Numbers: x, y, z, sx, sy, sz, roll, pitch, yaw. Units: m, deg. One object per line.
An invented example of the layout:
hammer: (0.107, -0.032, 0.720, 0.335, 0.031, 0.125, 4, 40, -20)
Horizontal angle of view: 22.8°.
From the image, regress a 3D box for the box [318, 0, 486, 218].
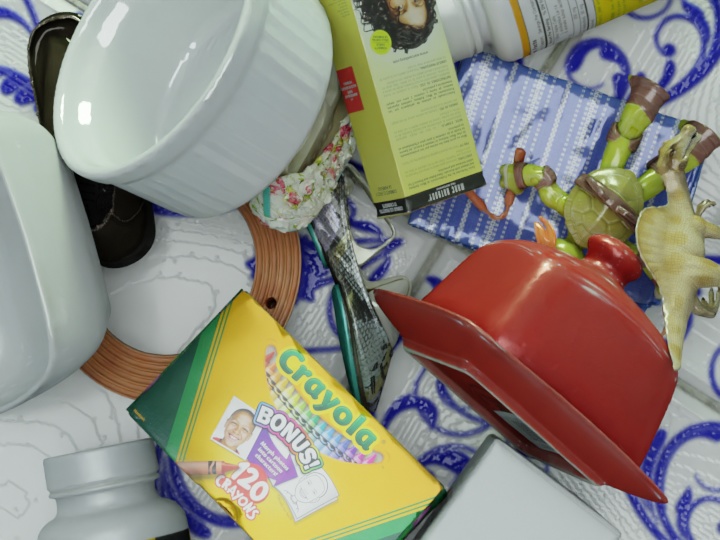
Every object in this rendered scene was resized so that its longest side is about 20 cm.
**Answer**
box: (0.023, -0.143, 1.243, 0.075, 0.050, 0.202, -20, 98, -30)

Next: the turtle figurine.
turtle figurine: (0.172, -0.059, 1.280, 0.199, 0.064, 0.162, 37, 86, 6)

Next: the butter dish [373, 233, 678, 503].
butter dish: (0.137, 0.041, 1.215, 0.199, 0.200, 0.148, 42, 81, -17)

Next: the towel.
towel: (0.148, -0.068, 1.323, 0.198, 0.024, 0.146, 19, 87, 3)

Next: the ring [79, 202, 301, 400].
ring: (-0.139, -0.002, 1.315, 0.198, 0.019, 0.203, -2, 78, 10)

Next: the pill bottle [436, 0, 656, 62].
pill bottle: (0.138, -0.222, 1.289, 0.198, 0.109, 0.110, -22, 86, 0)

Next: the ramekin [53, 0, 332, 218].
ramekin: (-0.111, -0.135, 1.221, 0.097, 0.200, 0.202, 31, 88, -40)

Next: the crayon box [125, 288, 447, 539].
crayon box: (-0.050, 0.126, 1.234, 0.200, 0.058, 0.119, 43, 85, 10)

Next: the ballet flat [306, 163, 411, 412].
ballet flat: (0.000, 0.000, 1.301, 0.071, 0.072, 0.203, -17, 86, 1)

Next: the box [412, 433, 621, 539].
box: (0.076, 0.226, 1.243, 0.106, 0.152, 0.201, 37, 89, 4)

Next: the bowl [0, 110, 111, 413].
bowl: (-0.250, -0.005, 1.268, 0.074, 0.199, 0.202, -13, 83, -37)

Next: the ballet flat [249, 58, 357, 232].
ballet flat: (-0.025, -0.117, 1.271, 0.075, 0.064, 0.202, 11, 59, 16)

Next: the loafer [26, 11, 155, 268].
loafer: (-0.198, -0.104, 1.302, 0.072, 0.071, 0.202, -21, 75, 5)

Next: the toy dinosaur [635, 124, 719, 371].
toy dinosaur: (0.224, 0.002, 1.224, 0.101, 0.058, 0.202, 27, 54, -30)

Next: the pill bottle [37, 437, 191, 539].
pill bottle: (-0.170, 0.226, 1.272, 0.110, 0.111, 0.203, -11, 87, 1)

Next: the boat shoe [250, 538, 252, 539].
boat shoe: (-0.053, 0.175, 1.291, 0.070, 0.069, 0.202, -13, 86, 2)
